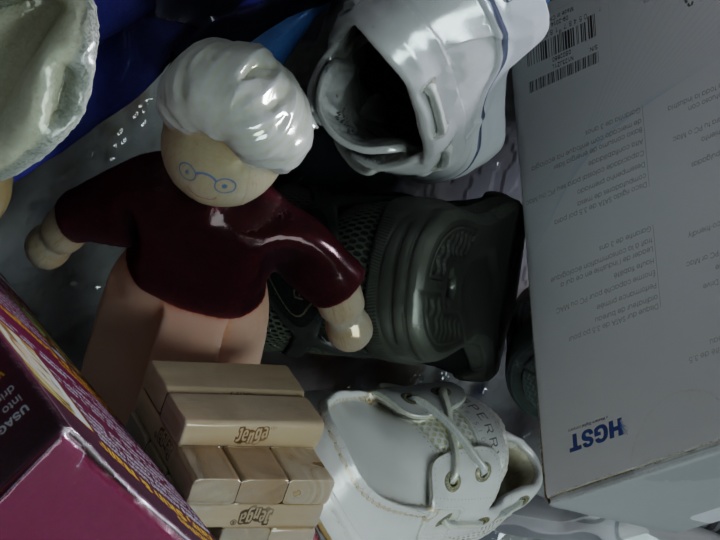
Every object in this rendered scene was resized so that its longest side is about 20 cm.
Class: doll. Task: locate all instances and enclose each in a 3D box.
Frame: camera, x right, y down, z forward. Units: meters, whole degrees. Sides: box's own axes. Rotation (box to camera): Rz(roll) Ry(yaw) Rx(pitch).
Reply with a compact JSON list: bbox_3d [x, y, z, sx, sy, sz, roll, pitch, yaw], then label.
[{"bbox_3d":[-0.055,-0.094,0.870,0.200,0.048,0.137,-33,148,-14],"label":"doll"}]

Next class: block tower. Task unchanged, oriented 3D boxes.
[{"bbox_3d":[-0.071,0.128,0.880,0.058,0.054,0.200,4,121,-30],"label":"block tower"}]

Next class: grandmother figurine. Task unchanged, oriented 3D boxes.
[{"bbox_3d":[-0.054,0.002,0.869,0.121,0.061,0.200,8,136,-7],"label":"grandmother figurine"}]

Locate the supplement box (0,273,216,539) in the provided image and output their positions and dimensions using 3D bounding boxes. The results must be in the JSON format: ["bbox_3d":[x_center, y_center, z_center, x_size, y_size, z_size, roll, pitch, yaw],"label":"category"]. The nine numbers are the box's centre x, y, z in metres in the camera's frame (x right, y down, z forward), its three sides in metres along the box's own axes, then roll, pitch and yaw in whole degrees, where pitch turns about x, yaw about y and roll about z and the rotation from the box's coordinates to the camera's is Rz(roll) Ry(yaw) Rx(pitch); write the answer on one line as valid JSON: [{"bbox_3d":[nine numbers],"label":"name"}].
[{"bbox_3d":[-0.134,0.049,0.805,0.086,0.200,0.110,-43,136,-2],"label":"supplement box"}]

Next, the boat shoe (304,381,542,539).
[{"bbox_3d":[0.023,0.071,1.008,0.069,0.071,0.200,-27,166,13],"label":"boat shoe"}]

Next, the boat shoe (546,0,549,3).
[{"bbox_3d":[0.071,-0.182,0.922,0.072,0.072,0.200,-38,147,-43],"label":"boat shoe"}]

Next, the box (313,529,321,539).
[{"bbox_3d":[-0.057,0.153,1.016,0.100,0.095,0.200,-37,134,-14],"label":"box"}]

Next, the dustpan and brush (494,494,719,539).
[{"bbox_3d":[0.129,0.103,1.080,0.140,0.200,0.057,46,66,-45],"label":"dustpan and brush"}]

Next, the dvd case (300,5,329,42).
[{"bbox_3d":[-0.041,-0.178,0.873,0.148,0.016,0.200,4,114,-41],"label":"dvd case"}]

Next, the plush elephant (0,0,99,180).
[{"bbox_3d":[-0.145,-0.108,0.720,0.155,0.165,0.200,-17,159,21],"label":"plush elephant"}]

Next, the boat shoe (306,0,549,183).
[{"bbox_3d":[0.012,-0.067,0.902,0.065,0.074,0.200,-36,169,-13],"label":"boat shoe"}]

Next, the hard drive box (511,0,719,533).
[{"bbox_3d":[0.140,-0.020,0.956,0.077,0.156,0.200,16,63,-39],"label":"hard drive box"}]

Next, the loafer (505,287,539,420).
[{"bbox_3d":[0.157,0.014,1.064,0.199,0.063,0.072,-7,125,5],"label":"loafer"}]

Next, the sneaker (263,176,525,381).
[{"bbox_3d":[0.000,0.000,0.988,0.199,0.114,0.076,1,99,-73],"label":"sneaker"}]
